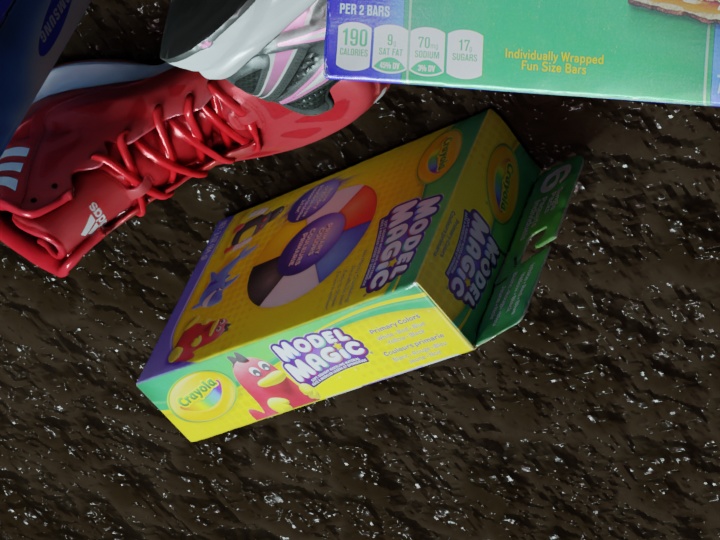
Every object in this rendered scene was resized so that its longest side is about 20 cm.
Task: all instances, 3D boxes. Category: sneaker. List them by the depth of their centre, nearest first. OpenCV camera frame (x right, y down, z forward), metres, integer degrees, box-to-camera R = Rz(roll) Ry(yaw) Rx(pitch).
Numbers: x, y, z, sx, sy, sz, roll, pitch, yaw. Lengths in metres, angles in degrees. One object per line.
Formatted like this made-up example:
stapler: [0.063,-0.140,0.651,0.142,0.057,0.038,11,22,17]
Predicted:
sneaker: [0.015,-0.132,0.947,0.086,0.080,0.200,31,133,-35]
sneaker: [-0.083,-0.046,1.049,0.200,0.116,0.078,-15,127,36]

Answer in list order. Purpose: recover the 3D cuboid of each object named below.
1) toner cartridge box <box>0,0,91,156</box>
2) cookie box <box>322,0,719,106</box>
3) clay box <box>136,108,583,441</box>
toner cartridge box: [-0.196,-0.068,1.014,0.095,0.200,0.043,1,135,24]
cookie box: [0.081,-0.160,0.809,0.171,0.075,0.200,5,98,20]
clay box: [0.000,0.000,1.062,0.200,0.115,0.048,-22,121,39]
